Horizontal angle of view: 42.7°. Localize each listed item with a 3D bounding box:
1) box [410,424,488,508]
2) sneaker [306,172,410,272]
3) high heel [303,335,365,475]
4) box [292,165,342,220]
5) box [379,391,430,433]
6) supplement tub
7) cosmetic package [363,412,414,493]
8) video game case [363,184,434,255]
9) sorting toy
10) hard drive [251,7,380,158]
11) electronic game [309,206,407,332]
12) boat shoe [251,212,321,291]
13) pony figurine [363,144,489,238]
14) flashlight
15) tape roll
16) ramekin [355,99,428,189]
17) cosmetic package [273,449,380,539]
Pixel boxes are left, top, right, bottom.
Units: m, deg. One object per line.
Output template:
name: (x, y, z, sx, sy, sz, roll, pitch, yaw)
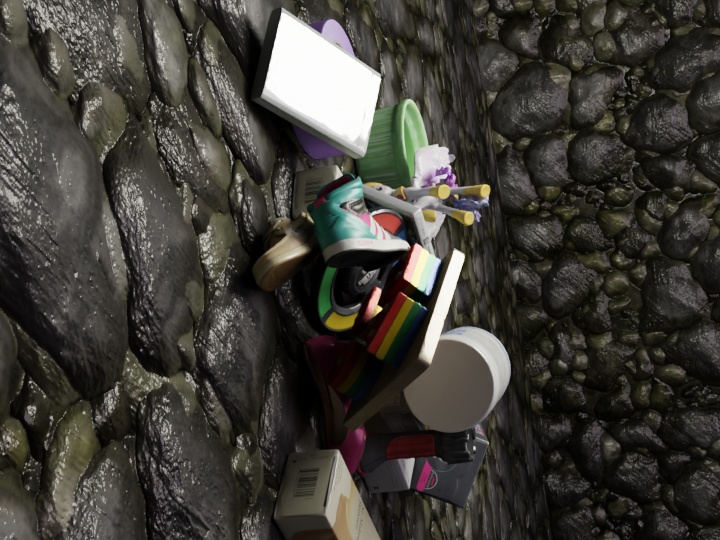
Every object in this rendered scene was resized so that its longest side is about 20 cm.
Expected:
box: (0.143, 0.309, 1.579, 0.200, 0.105, 0.123, -53, 163, -87)
sneaker: (-0.006, -0.065, 1.218, 0.200, 0.083, 0.121, 6, 61, -64)
high heel: (-0.044, 0.192, 1.273, 0.096, 0.067, 0.201, 5, 91, -43)
box: (-0.033, -0.068, 1.370, 0.200, 0.068, 0.083, 56, 31, -56)
box: (0.075, 0.153, 1.411, 0.159, 0.048, 0.201, 62, 27, -55)
supplement tub: (0.142, 0.151, 1.315, 0.200, 0.131, 0.133, 1, 82, -76)
cosmetic package: (0.050, 0.253, 1.499, 0.200, 0.074, 0.102, -75, 151, -54)
video game case: (0.049, -0.048, 1.470, 0.023, 0.200, 0.183, -36, 127, -22)
sorting toy: (0.036, 0.079, 1.208, 0.069, 0.200, 0.199, 32, 47, -10)
hard drive: (-0.056, -0.254, 1.271, 0.199, 0.026, 0.133, 24, 71, -43)
electronic game: (0.000, 0.000, 1.341, 0.200, 0.042, 0.201, -35, 142, -33)
boat shoe: (-0.096, -0.030, 1.174, 0.065, 0.072, 0.200, 45, 24, 2)
pony figurine: (0.111, -0.122, 1.514, 0.192, 0.199, 0.168, -6, 103, -42)
flashlight: (0.063, 0.259, 1.320, 0.068, 0.199, 0.068, 38, 48, -64)
tape roll: (-0.053, -0.274, 1.398, 0.200, 0.065, 0.202, -7, 90, -72)
ramekin: (0.060, -0.203, 1.675, 0.200, 0.097, 0.201, -7, 90, -73)
cosmetic package: (-0.038, 0.333, 1.181, 0.106, 0.071, 0.201, -79, 155, -47)
